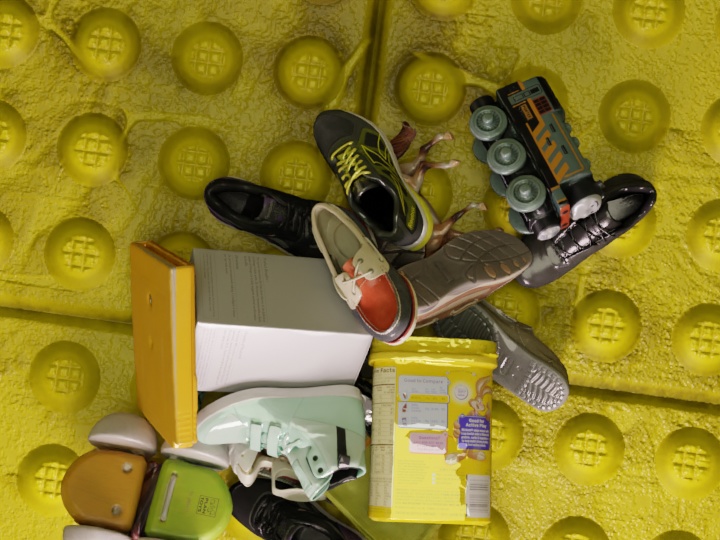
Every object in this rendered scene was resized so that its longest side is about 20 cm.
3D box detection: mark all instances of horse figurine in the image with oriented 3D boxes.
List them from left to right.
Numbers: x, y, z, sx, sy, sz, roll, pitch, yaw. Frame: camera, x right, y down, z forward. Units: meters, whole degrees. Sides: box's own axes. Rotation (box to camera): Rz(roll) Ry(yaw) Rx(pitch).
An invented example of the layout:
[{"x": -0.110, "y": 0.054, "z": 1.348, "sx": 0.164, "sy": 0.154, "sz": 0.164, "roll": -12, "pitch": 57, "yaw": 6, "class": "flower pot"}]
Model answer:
[{"x": 0.079, "y": -0.080, "z": 1.231, "sx": 0.132, "sy": 0.050, "sz": 0.201, "roll": -26, "pitch": 100, "yaw": 22, "class": "horse figurine"}]

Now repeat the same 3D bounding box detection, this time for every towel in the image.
[{"x": 0.004, "y": 0.246, "z": 1.190, "sx": 0.200, "sy": 0.018, "sz": 0.086, "roll": 45, "pitch": 74, "yaw": 5, "class": "towel"}]

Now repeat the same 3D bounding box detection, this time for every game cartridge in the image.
[{"x": -0.218, "y": 0.079, "z": 1.133, "sx": 0.032, "sy": 0.176, "sz": 0.203, "roll": -7, "pitch": 103, "yaw": -25, "class": "game cartridge"}]

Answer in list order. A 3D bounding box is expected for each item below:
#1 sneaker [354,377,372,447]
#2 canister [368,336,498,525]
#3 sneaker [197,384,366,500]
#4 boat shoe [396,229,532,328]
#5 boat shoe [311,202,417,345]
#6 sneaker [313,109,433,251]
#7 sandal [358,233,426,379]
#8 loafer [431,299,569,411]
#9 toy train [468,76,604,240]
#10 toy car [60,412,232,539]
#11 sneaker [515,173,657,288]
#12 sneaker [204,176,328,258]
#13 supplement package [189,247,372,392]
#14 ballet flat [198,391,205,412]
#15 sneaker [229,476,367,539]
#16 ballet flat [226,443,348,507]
[{"x": 0.040, "y": 0.214, "z": 1.243, "sx": 0.199, "sy": 0.077, "sz": 0.086, "roll": 36, "pitch": 102, "yaw": 7, "class": "sneaker"}, {"x": 0.079, "y": 0.181, "z": 1.158, "sx": 0.147, "sy": 0.087, "sz": 0.203, "roll": 3, "pitch": 78, "yaw": -2, "class": "canister"}, {"x": -0.089, "y": 0.196, "z": 1.135, "sx": 0.198, "sy": 0.074, "sz": 0.119, "roll": -7, "pitch": 56, "yaw": -5, "class": "sneaker"}, {"x": 0.109, "y": 0.012, "z": 1.185, "sx": 0.198, "sy": 0.072, "sz": 0.076, "roll": -18, "pitch": 60, "yaw": -23, "class": "boat shoe"}, {"x": 0.000, "y": 0.000, "z": 1.117, "sx": 0.071, "sy": 0.062, "sz": 0.201, "roll": -41, "pitch": 46, "yaw": 15, "class": "boat shoe"}, {"x": 0.008, "y": -0.111, "z": 1.166, "sx": 0.074, "sy": 0.084, "sz": 0.201, "roll": -44, "pitch": 73, "yaw": 18, "class": "sneaker"}, {"x": 0.030, "y": 0.034, "z": 1.238, "sx": 0.081, "sy": 0.055, "sz": 0.202, "roll": 15, "pitch": 109, "yaw": 14, "class": "sandal"}, {"x": 0.170, "y": 0.092, "z": 1.241, "sx": 0.200, "sy": 0.070, "sz": 0.075, "roll": 41, "pitch": 117, "yaw": 10, "class": "loafer"}, {"x": 0.203, "y": -0.133, "z": 1.196, "sx": 0.113, "sy": 0.085, "sz": 0.201, "roll": -24, "pitch": 64, "yaw": 1, "class": "toy train"}, {"x": -0.245, "y": 0.274, "z": 1.204, "sx": 0.197, "sy": 0.150, "sz": 0.177, "roll": 9, "pitch": 64, "yaw": 3, "class": "toy car"}, {"x": 0.266, "y": -0.050, "z": 1.218, "sx": 0.199, "sy": 0.091, "sz": 0.076, "roll": -38, "pitch": 93, "yaw": 3, "class": "sneaker"}, {"x": -0.091, "y": -0.058, "z": 1.212, "sx": 0.198, "sy": 0.088, "sz": 0.077, "roll": 16, "pitch": 90, "yaw": -1, "class": "sneaker"}, {"x": -0.100, "y": 0.061, "z": 1.164, "sx": 0.198, "sy": 0.118, "sz": 0.118, "roll": 5, "pitch": 133, "yaw": -17, "class": "supplement package"}, {"x": -0.211, "y": 0.083, "z": 1.237, "sx": 0.073, "sy": 0.074, "sz": 0.202, "roll": -16, "pitch": 93, "yaw": 1, "class": "ballet flat"}, {"x": -0.081, "y": 0.297, "z": 1.207, "sx": 0.198, "sy": 0.088, "sz": 0.076, "roll": 21, "pitch": 81, "yaw": 22, "class": "sneaker"}, {"x": -0.101, "y": 0.232, "z": 1.221, "sx": 0.198, "sy": 0.071, "sz": 0.070, "roll": 17, "pitch": 136, "yaw": 9, "class": "ballet flat"}]
